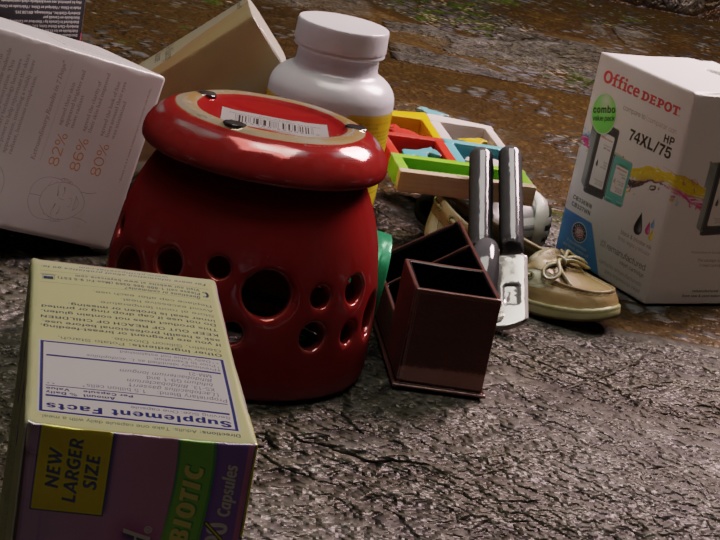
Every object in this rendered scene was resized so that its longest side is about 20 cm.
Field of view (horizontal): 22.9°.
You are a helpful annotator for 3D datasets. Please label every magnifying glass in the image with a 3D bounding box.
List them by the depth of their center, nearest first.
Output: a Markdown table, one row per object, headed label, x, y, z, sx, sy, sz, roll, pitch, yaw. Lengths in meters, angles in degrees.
| label | x | y | z | sx | sy | sz | roll | pitch | yaw |
| --- | --- | --- | --- | --- | --- | --- | --- | --- | --- |
| magnifying glass | 0.000 | 0.000 | 1.438 | 0.022 | 0.080 | 0.200 | 16 | 7 | -5 |

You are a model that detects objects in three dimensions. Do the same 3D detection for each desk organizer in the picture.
| label | x | y | z | sx | sy | sz | roll | pitch | yaw |
| --- | --- | --- | --- | --- | --- | --- | --- | --- | --- |
| desk organizer | 0.054 | 0.021 | 1.379 | 0.071 | 0.077 | 0.200 | 9 | 18 | -9 |

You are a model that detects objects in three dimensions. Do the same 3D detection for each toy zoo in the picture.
| label | x | y | z | sx | sy | sz | roll | pitch | yaw |
| --- | --- | --- | --- | --- | --- | --- | --- | --- | --- |
| toy zoo | 0.077 | -0.112 | 1.668 | 0.130 | 0.021 | 0.200 | 6 | 22 | -15 |

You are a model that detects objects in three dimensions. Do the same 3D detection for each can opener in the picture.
| label | x | y | z | sx | sy | sz | roll | pitch | yaw |
| --- | --- | --- | --- | --- | --- | --- | --- | --- | --- |
| can opener | 0.116 | -0.033 | 1.504 | 0.052 | 0.067 | 0.201 | 0 | 48 | 6 |

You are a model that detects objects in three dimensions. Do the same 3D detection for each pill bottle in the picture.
| label | x | y | z | sx | sy | sz | roll | pitch | yaw |
| --- | --- | --- | --- | --- | --- | --- | --- | --- | --- |
| pill bottle | -0.032 | -0.118 | 1.550 | 0.111 | 0.201 | 0.112 | 11 | 18 | -4 |

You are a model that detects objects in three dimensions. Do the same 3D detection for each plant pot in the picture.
| label | x | y | z | sx | sy | sz | roll | pitch | yaw |
| --- | --- | --- | --- | --- | --- | --- | --- | --- | --- |
| plant pot | -0.079 | -0.027 | 1.279 | 0.199 | 0.184 | 0.201 | 11 | 15 | -3 |

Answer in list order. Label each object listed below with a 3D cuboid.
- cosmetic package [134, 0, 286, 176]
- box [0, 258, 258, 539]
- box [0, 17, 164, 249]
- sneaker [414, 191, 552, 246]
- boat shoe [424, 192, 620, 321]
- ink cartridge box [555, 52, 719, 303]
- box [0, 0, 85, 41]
| label | x | y | z | sx | sy | sz | roll | pitch | yaw |
| --- | --- | --- | --- | --- | --- | --- | --- | --- | --- |
| cosmetic package | -0.167 | -0.164 | 1.637 | 0.199 | 0.071 | 0.105 | -32 | 19 | 4 |
| box | -0.117 | 0.113 | 0.826 | 0.096 | 0.177 | 0.200 | 7 | 18 | -12 |
| box | -0.281 | -0.118 | 1.409 | 0.199 | 0.153 | 0.106 | 14 | 10 | -43 |
| sneaker | 0.082 | -0.077 | 1.711 | 0.115 | 0.075 | 0.200 | -7 | 26 | -39 |
| boat shoe | 0.140 | -0.010 | 1.551 | 0.200 | 0.064 | 0.073 | 24 | 21 | 36 |
| ink cartridge box | 0.300 | -0.088 | 1.667 | 0.145 | 0.201 | 0.147 | 0 | 20 | -31 |
| box | -0.319 | -0.170 | 1.529 | 0.106 | 0.201 | 0.122 | -5 | 24 | -42 |
